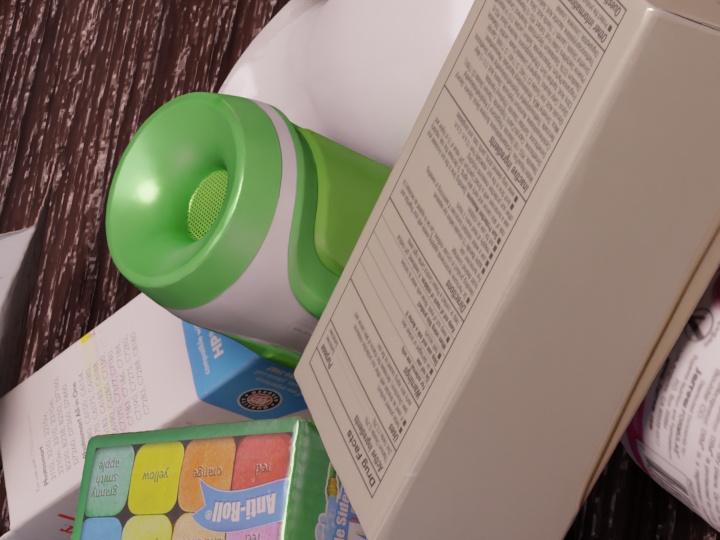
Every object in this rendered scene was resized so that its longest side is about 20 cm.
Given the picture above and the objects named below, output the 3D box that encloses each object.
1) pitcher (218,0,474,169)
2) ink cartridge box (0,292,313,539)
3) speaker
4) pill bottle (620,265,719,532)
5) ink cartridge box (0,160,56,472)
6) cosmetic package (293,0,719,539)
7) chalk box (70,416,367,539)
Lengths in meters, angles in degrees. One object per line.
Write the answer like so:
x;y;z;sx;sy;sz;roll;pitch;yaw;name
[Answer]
0.044;-0.108;0.912;0.200;0.121;0.172;-6;54;55;pitcher
-0.076;0.070;0.941;0.200;0.115;0.068;-35;52;29;ink cartridge box
0.000;0.000;0.835;0.088;0.200;0.089;-19;60;38;speaker
0.183;0.065;0.693;0.200;0.113;0.114;38;101;45;pill bottle
-0.187;0.056;0.998;0.200;0.050;0.163;-89;11;-60;ink cartridge box
0.059;-0.012;0.717;0.201;0.073;0.104;-64;29;24;cosmetic package
-0.034;0.128;0.815;0.124;0.200;0.125;-7;68;42;chalk box
